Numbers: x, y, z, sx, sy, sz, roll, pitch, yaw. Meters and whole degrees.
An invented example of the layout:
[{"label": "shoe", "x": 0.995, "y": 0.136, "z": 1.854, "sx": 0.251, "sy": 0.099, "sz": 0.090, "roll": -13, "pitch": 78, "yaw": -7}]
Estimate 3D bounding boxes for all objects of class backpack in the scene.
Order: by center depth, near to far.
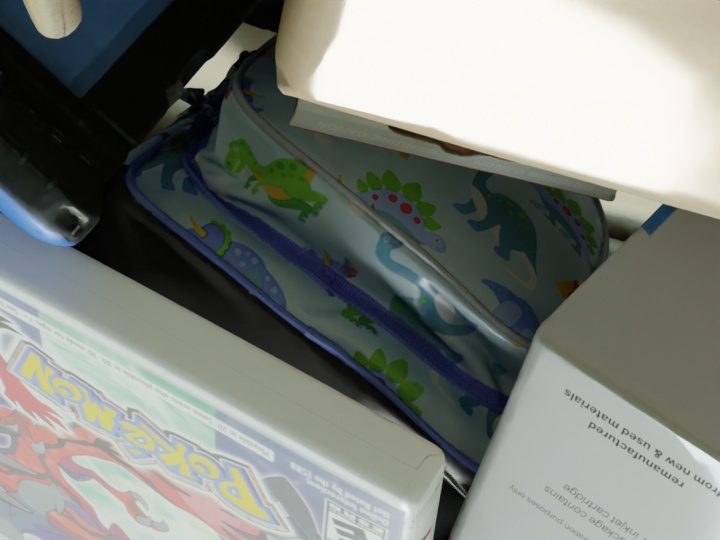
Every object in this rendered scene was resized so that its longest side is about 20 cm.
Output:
[{"label": "backpack", "x": 0.000, "y": 0.000, "z": 0.905, "sx": 0.183, "sy": 0.200, "sz": 0.147, "roll": 38, "pitch": 115, "yaw": -3}]

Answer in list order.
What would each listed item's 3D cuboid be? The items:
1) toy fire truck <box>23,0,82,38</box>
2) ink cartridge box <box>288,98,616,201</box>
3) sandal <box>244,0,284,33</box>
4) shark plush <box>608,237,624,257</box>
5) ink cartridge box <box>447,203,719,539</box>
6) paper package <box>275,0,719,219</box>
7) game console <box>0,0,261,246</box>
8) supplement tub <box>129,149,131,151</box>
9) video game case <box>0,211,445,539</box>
[{"label": "toy fire truck", "x": -0.069, "y": -0.139, "z": 0.624, "sx": 0.128, "sy": 0.201, "sz": 0.176, "roll": 11, "pitch": 156, "yaw": 29}, {"label": "ink cartridge box", "x": 0.050, "y": -0.105, "z": 0.700, "sx": 0.108, "sy": 0.051, "sz": 0.200, "roll": 13, "pitch": 144, "yaw": -4}, {"label": "sandal", "x": -0.066, "y": -0.132, "z": 0.863, "sx": 0.200, "sy": 0.048, "sz": 0.075, "roll": 24, "pitch": 160, "yaw": 39}, {"label": "shark plush", "x": 0.081, "y": 0.023, "z": 1.010, "sx": 0.199, "sy": 0.084, "sz": 0.091, "roll": 21, "pitch": 159, "yaw": 6}, {"label": "ink cartridge box", "x": 0.090, "y": 0.078, "z": 0.798, "sx": 0.084, "sy": 0.144, "sz": 0.200, "roll": 34, "pitch": 132, "yaw": 14}, {"label": "paper package", "x": 0.094, "y": -0.109, "z": 0.558, "sx": 0.190, "sy": 0.104, "sz": 0.200, "roll": 15, "pitch": 143, "yaw": -5}, {"label": "game console", "x": -0.115, "y": -0.120, "z": 0.696, "sx": 0.200, "sy": 0.118, "sz": 0.171, "roll": 42, "pitch": -177, "yaw": -9}, {"label": "supplement tub", "x": -0.138, "y": 0.008, "z": 1.123, "sx": 0.199, "sy": 0.141, "sz": 0.140, "roll": 16, "pitch": 157, "yaw": 19}, {"label": "video game case", "x": -0.072, "y": 0.056, "z": 0.736, "sx": 0.199, "sy": 0.023, "sz": 0.182, "roll": 27, "pitch": 150, "yaw": 13}]
